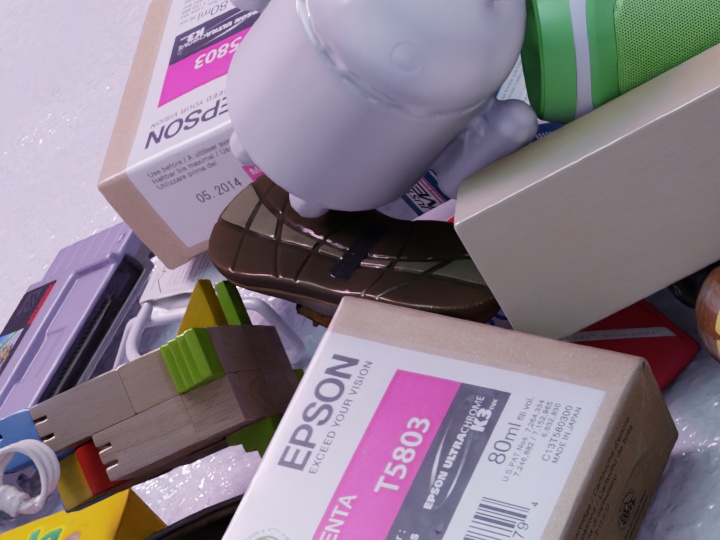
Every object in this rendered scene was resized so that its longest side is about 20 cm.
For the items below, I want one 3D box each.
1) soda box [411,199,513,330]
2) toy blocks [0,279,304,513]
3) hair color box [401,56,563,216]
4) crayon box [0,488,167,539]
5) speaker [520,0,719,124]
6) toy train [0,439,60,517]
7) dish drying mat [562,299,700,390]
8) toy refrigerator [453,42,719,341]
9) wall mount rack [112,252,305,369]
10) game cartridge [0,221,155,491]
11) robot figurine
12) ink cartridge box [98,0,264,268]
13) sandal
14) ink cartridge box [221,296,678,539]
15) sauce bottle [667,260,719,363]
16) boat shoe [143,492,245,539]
[{"bbox_3d":[0.095,-0.014,1.426,0.200,0.063,0.068,-29,35,26],"label":"soda box"},{"bbox_3d":[-0.112,0.078,1.438,0.136,0.100,0.200,-24,-5,10],"label":"toy blocks"},{"bbox_3d":[0.106,-0.093,1.515,0.200,0.061,0.100,-9,45,45],"label":"hair color box"},{"bbox_3d":[-0.201,0.222,1.498,0.199,0.058,0.173,-22,37,33],"label":"crayon box"},{"bbox_3d":[0.179,-0.120,1.347,0.199,0.089,0.089,-7,34,-4],"label":"speaker"},{"bbox_3d":[-0.126,0.184,1.363,0.150,0.200,0.056,-49,-8,-7],"label":"toy train"},{"bbox_3d":[0.069,0.084,1.342,0.200,0.018,0.077,-42,57,-10],"label":"dish drying mat"},{"bbox_3d":[0.148,-0.047,1.295,0.199,0.076,0.070,-28,16,15],"label":"toy refrigerator"},{"bbox_3d":[-0.088,0.002,1.628,0.173,0.075,0.200,-11,43,40],"label":"wall mount rack"},{"bbox_3d":[-0.199,0.061,1.696,0.129,0.038,0.200,-14,42,55],"label":"game cartridge"},{"bbox_3d":[0.007,-0.105,1.347,0.113,0.169,0.200,-54,4,-38],"label":"robot figurine"},{"bbox_3d":[-0.037,-0.111,1.554,0.199,0.075,0.165,-22,36,28],"label":"ink cartridge box"},{"bbox_3d":[0.000,0.000,1.416,0.199,0.055,0.082,15,52,39],"label":"sandal"},{"bbox_3d":[0.031,0.122,1.267,0.164,0.075,0.201,11,61,28],"label":"ink cartridge box"},{"bbox_3d":[0.191,0.026,1.256,0.066,0.066,0.200,-43,26,2],"label":"sauce bottle"},{"bbox_3d":[-0.030,0.132,1.396,0.201,0.060,0.072,-27,34,22],"label":"boat shoe"}]
